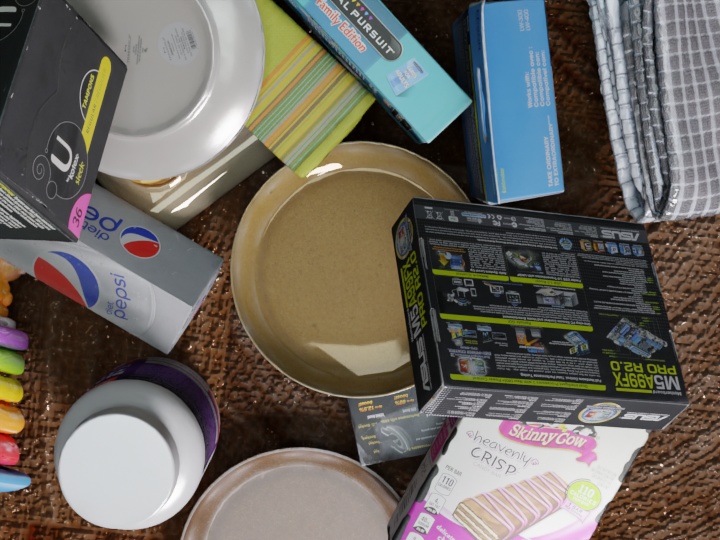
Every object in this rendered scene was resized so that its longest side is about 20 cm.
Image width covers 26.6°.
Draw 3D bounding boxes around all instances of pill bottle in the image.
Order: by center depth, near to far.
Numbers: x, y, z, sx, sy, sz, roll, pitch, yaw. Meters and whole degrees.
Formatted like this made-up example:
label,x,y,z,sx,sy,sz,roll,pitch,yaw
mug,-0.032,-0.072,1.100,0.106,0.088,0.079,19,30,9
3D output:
label,x,y,z,sx,sy,sz,roll,pitch,yaw
pill bottle,-0.169,0.132,1.155,0.111,0.200,0.111,0,94,0

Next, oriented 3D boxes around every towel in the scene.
label,x,y,z,sx,sy,sz,roll,pitch,yaw
towel,0.277,-0.144,1.171,0.166,0.086,0.200,-10,94,-19
towel,-0.087,-0.168,1.174,0.200,0.018,0.086,44,89,0

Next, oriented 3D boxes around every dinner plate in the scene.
label,x,y,z,sx,sy,sz,roll,pitch,yaw
dinner plate,-0.171,-0.167,1.160,0.200,0.024,0.200,2,101,10

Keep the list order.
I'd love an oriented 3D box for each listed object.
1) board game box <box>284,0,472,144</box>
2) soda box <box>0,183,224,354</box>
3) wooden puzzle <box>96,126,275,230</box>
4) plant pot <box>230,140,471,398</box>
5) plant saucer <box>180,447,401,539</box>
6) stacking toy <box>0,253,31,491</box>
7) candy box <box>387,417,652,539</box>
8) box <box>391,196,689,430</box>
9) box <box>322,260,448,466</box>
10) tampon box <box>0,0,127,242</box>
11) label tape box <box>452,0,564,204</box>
label,x,y,z,sx,sy,sz,roll,pitch,yaw
board game box,-0.004,-0.184,1.155,0.047,0.151,0.200,-43,94,3
soda box,-0.214,-0.021,1.199,0.200,0.068,0.063,30,131,-3
wooden puzzle,-0.154,-0.150,1.204,0.185,0.046,0.200,-36,96,3
plant pot,0.000,0.000,1.183,0.200,0.027,0.200,-1,81,3
plant saucer,-0.048,0.241,1.248,0.200,0.032,0.200,0,95,1
stacking toy,-0.306,0.071,1.209,0.116,0.110,0.200,11,82,16
candy box,0.125,0.153,1.180,0.136,0.061,0.200,27,98,-5
box,0.130,0.032,1.118,0.200,0.044,0.160,5,57,-21
box,0.081,0.059,1.224,0.200,0.050,0.158,-12,95,1
tampon box,-0.296,-0.114,1.098,0.200,0.126,0.150,4,68,23
label tape box,0.112,-0.125,1.135,0.066,0.200,0.143,-7,95,-2
